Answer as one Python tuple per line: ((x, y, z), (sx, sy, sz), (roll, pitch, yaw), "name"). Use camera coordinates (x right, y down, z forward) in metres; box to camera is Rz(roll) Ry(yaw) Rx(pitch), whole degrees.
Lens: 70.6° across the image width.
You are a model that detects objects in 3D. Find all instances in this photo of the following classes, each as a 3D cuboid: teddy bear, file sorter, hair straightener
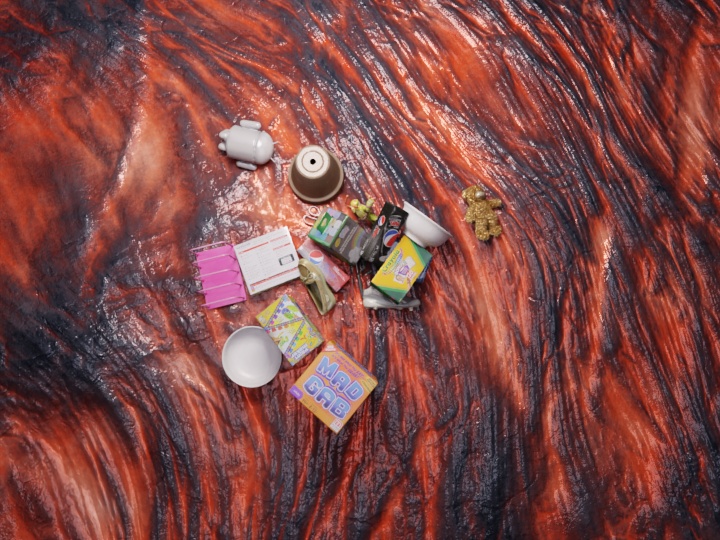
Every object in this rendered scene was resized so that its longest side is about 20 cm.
((0.428, -0.204, 1.774), (0.143, 0.067, 0.202), (-2, 85, -4), "teddy bear")
((-0.482, 0.015, 1.709), (0.138, 0.125, 0.202), (-14, 85, -2), "file sorter")
((0.000, 0.000, 1.766), (0.076, 0.041, 0.202), (-2, 80, -1), "hair straightener")

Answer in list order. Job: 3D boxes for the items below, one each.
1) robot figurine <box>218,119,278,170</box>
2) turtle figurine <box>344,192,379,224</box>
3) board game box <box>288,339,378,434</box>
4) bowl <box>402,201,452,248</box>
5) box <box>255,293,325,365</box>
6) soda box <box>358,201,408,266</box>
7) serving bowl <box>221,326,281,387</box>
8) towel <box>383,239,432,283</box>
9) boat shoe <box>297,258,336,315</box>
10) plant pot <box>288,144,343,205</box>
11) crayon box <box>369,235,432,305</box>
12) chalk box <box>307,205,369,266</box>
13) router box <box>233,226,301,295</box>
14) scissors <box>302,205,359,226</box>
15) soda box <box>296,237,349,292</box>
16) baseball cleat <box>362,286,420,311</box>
((-0.387, -0.434, 1.762), (0.198, 0.113, 0.171), (14, 121, 0), "robot figurine")
((0.026, -0.194, 1.722), (0.161, 0.200, 0.065), (34, 74, -21), "turtle figurine")
((-0.084, 0.366, 1.642), (0.199, 0.200, 0.200), (40, 85, 4), "board game box")
((0.205, -0.138, 1.711), (0.200, 0.201, 0.091), (37, 99, 3), "bowl")
((-0.223, 0.192, 1.658), (0.122, 0.200, 0.193), (-37, 86, -5), "box")
((0.076, -0.119, 1.665), (0.063, 0.071, 0.201), (21, 101, -32), "soda box")
((-0.361, 0.288, 1.713), (0.198, 0.066, 0.202), (0, 84, -2), "serving bowl")
((0.143, -0.040, 1.762), (0.199, 0.049, 0.112), (25, 83, 1), "towel")
((-0.155, 0.054, 1.706), (0.063, 0.073, 0.202), (-46, 117, -42), "boat shoe")
((-0.155, -0.338, 1.724), (0.198, 0.175, 0.202), (0, 84, -1), "plant pot")
((0.135, -0.001, 1.695), (0.118, 0.058, 0.201), (35, 78, 3), "crayon box")
((-0.081, -0.123, 1.678), (0.123, 0.200, 0.125), (27, 82, 42), "chalk box")
((-0.312, -0.032, 1.754), (0.198, 0.049, 0.181), (-20, 85, -3), "router box")
((-0.104, -0.171, 1.792), (0.198, 0.014, 0.074), (19, 82, 0), "scissors")
((-0.127, -0.018, 1.746), (0.070, 0.063, 0.200), (-44, 89, -6), "soda box")
((0.107, 0.084, 1.729), (0.198, 0.070, 0.108), (-1, 94, -8), "baseball cleat")
